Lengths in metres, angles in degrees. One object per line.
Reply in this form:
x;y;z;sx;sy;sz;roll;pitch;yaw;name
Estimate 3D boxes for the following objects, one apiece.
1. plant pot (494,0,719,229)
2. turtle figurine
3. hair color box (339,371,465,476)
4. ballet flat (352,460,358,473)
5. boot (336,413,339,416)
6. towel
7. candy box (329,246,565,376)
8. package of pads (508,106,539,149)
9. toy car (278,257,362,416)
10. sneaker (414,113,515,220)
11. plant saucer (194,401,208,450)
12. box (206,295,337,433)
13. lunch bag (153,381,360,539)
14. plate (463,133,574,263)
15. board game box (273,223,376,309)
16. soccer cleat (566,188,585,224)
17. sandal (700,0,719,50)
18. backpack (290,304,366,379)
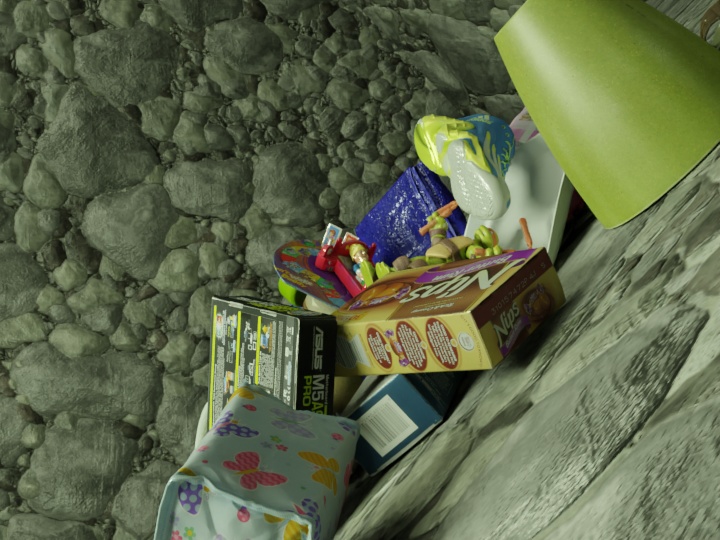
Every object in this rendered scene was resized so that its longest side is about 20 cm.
0.224;-0.177;0.973;0.187;0.200;0.187;-45;2;2;plant pot
0.083;-0.014;1.124;0.159;0.065;0.200;-21;24;-17;turtle figurine
0.051;0.103;1.025;0.100;0.061;0.200;-42;4;27;hair color box
-0.058;0.219;1.121;0.200;0.069;0.070;-43;3;44;ballet flat
-0.088;0.228;1.335;0.096;0.073;0.200;-51;-5;16;boot
0.073;-0.019;1.293;0.049;0.202;0.148;13;-49;-47;towel
0.065;0.040;0.923;0.116;0.057;0.198;-35;15;-38;candy box
0.225;-0.138;1.370;0.200;0.074;0.123;-48;-35;-58;package of pads
-0.024;0.110;1.246;0.156;0.164;0.202;-4;-55;-46;toy car
0.137;-0.126;1.152;0.103;0.077;0.201;-15;37;-15;sneaker
-0.128;0.235;1.140;0.049;0.204;0.200;-1;-22;-26;plant saucer
-0.086;0.132;0.977;0.044;0.204;0.159;0;4;-36;box
-0.080;0.210;0.746;0.170;0.125;0.203;-55;-16;-74;lunch bag
0.172;-0.053;1.152;0.200;0.032;0.202;-32;36;59;plate
0.000;0.000;1.189;0.039;0.198;0.158;-69;-12;23;board game box
0.226;-0.110;1.221;0.070;0.086;0.200;-43;4;46;soccer cleat
0.396;-0.264;1.150;0.080;0.057;0.201;-45;2;22;sandal
-0.066;0.124;1.477;0.199;0.164;0.167;-33;-11;25;backpack
